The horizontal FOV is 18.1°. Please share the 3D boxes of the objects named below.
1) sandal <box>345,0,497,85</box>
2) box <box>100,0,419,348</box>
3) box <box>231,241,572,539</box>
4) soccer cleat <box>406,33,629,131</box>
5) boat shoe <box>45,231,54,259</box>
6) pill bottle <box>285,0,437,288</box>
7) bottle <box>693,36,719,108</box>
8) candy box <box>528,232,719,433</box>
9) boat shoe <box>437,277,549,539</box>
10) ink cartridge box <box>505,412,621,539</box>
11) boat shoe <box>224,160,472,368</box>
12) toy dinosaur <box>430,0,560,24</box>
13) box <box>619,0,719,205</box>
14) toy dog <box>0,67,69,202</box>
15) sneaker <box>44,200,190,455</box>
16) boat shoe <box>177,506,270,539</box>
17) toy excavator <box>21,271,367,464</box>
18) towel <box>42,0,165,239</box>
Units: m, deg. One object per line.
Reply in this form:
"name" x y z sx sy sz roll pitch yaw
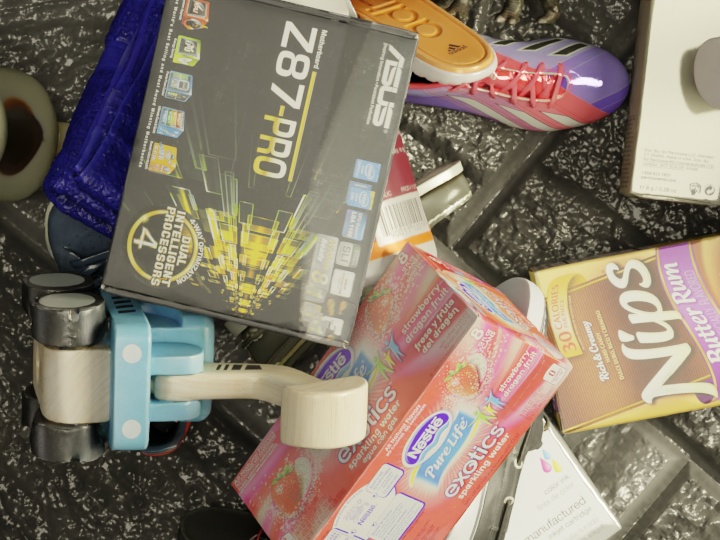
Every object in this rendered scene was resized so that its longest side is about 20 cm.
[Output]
"sandal" 0.017 -0.194 1.527 0.206 0.079 0.060 33 132 33
"box" -0.062 -0.066 1.403 0.160 0.049 0.202 14 90 0
"box" 0.024 0.099 1.437 0.102 0.095 0.201 26 105 -42
"soccer cleat" 0.088 -0.136 1.566 0.198 0.076 0.067 9 94 1
"boat shoe" -0.124 -0.039 1.576 0.198 0.067 0.074 -20 92 1
"pill bottle" -0.031 -0.083 1.483 0.113 0.114 0.202 -18 89 1
"bottle" 0.313 -0.144 1.525 0.199 0.065 0.084 -12 106 -32
"candy box" 0.225 0.038 1.582 0.198 0.056 0.118 -11 92 2
"boat shoe" 0.092 0.108 1.496 0.066 0.070 0.202 25 74 -32
"ink cartridge box" 0.065 0.134 1.571 0.145 0.088 0.201 -34 89 1
"boat shoe" 0.000 0.000 1.576 0.201 0.072 0.060 -36 90 8
"toy dinosaur" 0.098 -0.224 1.565 0.198 0.077 0.103 8 101 4
"box" 0.225 -0.147 1.564 0.068 0.082 0.202 7 93 1
"toy dog" -0.278 -0.086 1.509 0.192 0.200 0.141 18 92 0
"sneaker" -0.158 0.037 1.533 0.074 0.085 0.201 -18 118 9
"boat shoe" -0.045 0.195 1.546 0.200 0.063 0.074 16 48 33
"toy excavator" -0.108 0.065 1.419 0.198 0.194 0.101 -2 103 -13
"towel" -0.116 -0.101 1.524 0.147 0.050 0.201 29 60 -15
